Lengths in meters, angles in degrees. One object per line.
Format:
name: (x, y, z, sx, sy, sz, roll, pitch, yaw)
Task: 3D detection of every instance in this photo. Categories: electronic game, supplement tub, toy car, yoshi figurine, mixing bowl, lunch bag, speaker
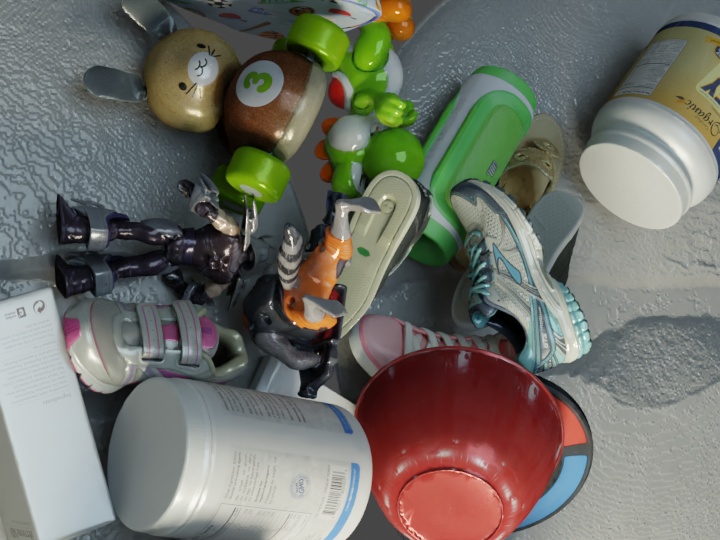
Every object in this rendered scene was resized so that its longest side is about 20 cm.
electronic game: (0.125, 0.177, 1.461, 0.199, 0.200, 0.042, 36, 26, -21)
supplement tub: (0.334, -0.158, 1.618, 0.144, 0.144, 0.201, 46, 65, -17)
toy car: (-0.138, -0.170, 1.365, 0.199, 0.158, 0.166, 27, 76, -12)
supplement tub: (-0.100, 0.167, 1.301, 0.199, 0.131, 0.134, 14, 77, -37)
yoshi figurine: (0.027, -0.159, 1.475, 0.112, 0.112, 0.202, 15, 80, -34)
mixing bowl: (0.086, 0.180, 1.377, 0.200, 0.200, 0.109, 41, 30, -19)
lunch bag: (-0.076, -0.270, 1.395, 0.198, 0.160, 0.077, 9, 80, -28)
speaker: (0.101, -0.106, 1.521, 0.088, 0.088, 0.201, 39, 67, -20)

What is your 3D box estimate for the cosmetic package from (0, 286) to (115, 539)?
cosmetic package: (-0.276, 0.123, 1.269, 0.071, 0.101, 0.202, -17, 92, -29)

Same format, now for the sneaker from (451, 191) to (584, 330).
sneaker: (0.158, 0.016, 1.525, 0.070, 0.100, 0.200, 28, 54, 24)

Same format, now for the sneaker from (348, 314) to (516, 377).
sneaker: (0.089, 0.083, 1.471, 0.199, 0.104, 0.076, 32, 40, -26)

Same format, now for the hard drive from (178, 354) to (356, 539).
hard drive: (-0.075, 0.199, 1.418, 0.131, 0.026, 0.202, 33, 69, -23)

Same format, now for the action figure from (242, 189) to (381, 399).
action figure: (-0.052, -0.002, 1.341, 0.104, 0.193, 0.202, 15, 61, -20)

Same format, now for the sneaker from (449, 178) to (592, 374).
sneaker: (0.131, 0.006, 1.415, 0.086, 0.078, 0.201, -28, 74, -16)

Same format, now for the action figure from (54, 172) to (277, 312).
action figure: (-0.168, -0.023, 1.346, 0.198, 0.069, 0.131, 1, 115, -18)

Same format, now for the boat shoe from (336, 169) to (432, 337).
boat shoe: (0.000, 0.000, 1.435, 0.072, 0.068, 0.201, 38, 98, 18)

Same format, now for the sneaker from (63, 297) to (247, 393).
sneaker: (-0.171, 0.059, 1.302, 0.199, 0.088, 0.082, 16, 56, -55)

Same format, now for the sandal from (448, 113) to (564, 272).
sandal: (0.170, -0.082, 1.566, 0.078, 0.069, 0.212, 47, 65, -17)
